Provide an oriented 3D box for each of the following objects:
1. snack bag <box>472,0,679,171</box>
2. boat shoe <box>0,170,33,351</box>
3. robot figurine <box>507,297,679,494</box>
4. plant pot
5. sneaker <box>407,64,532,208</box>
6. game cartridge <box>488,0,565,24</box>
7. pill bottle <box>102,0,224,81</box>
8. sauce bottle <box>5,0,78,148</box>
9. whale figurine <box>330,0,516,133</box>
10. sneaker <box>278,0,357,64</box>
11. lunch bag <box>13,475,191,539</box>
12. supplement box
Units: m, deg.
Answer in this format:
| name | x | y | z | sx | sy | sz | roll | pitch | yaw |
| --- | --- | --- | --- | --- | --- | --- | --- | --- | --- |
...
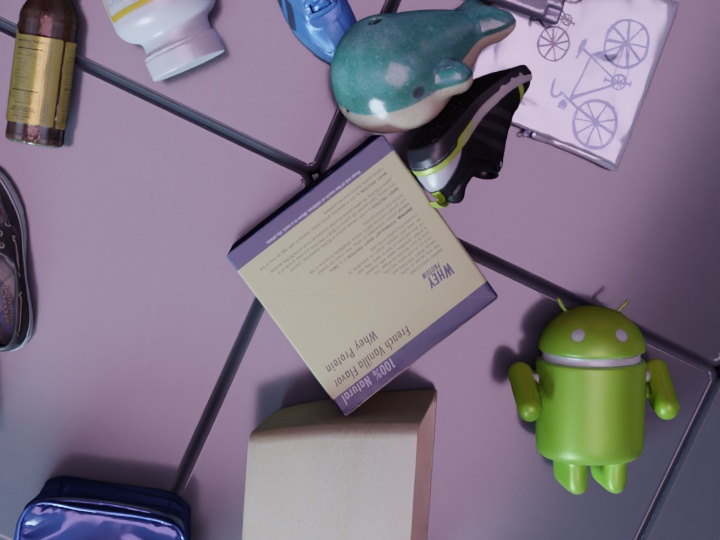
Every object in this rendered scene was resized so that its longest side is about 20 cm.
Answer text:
| name | x | y | z | sx | sy | sz | roll | pitch | yaw |
| --- | --- | --- | --- | --- | --- | --- | --- | --- | --- |
| snack bag | 0.216 | -0.227 | 1.424 | 0.198 | 0.021 | 0.191 | 20 | 94 | -2 |
| boat shoe | -0.384 | -0.012 | 1.394 | 0.069 | 0.066 | 0.203 | -6 | 96 | -2 |
| robot figurine | 0.242 | 0.129 | 1.415 | 0.173 | 0.116 | 0.203 | 0 | 95 | -5 |
| plant pot | -0.022 | 0.230 | 1.382 | 0.174 | 0.200 | 0.203 | 5 | 96 | 8 |
| sneaker | 0.116 | -0.132 | 1.357 | 0.200 | 0.071 | 0.083 | -45 | 115 | -34 |
| game cartridge | 0.175 | -0.371 | 1.389 | 0.132 | 0.042 | 0.202 | 19 | 89 | 3 |
| pill bottle | -0.212 | -0.299 | 1.349 | 0.111 | 0.112 | 0.202 | -23 | 97 | 0 |
| sauce bottle | -0.322 | -0.229 | 1.376 | 0.064 | 0.065 | 0.203 | 9 | 94 | -4 |
| whale figurine | 0.059 | -0.226 | 1.350 | 0.199 | 0.159 | 0.104 | -35 | 126 | -13 |
| sneaker | -0.060 | -0.299 | 1.375 | 0.065 | 0.078 | 0.202 | -29 | 98 | -1 |
| lunch bag | -0.262 | 0.304 | 1.400 | 0.197 | 0.132 | 0.138 | 8 | 96 | -3 |
| supplement box | 0.000 | 0.000 | 1.379 | 0.199 | 0.134 | 0.201 | -37 | 96 | 1 |
